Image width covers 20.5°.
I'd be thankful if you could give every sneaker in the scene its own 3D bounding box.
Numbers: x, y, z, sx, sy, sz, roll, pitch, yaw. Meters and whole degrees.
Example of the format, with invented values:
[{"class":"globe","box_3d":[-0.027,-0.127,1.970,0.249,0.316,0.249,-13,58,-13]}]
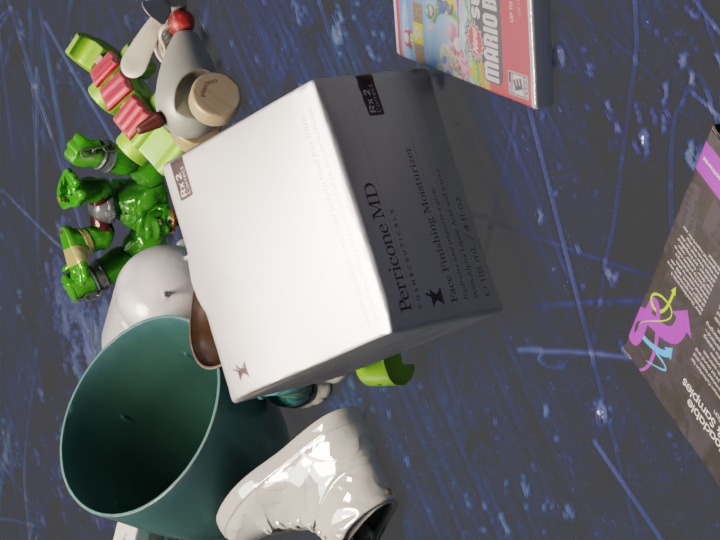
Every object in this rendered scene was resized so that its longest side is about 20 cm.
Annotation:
[{"class":"sneaker","box_3d":[-0.069,0.084,1.796,0.200,0.079,0.078,125,128,-72]},{"class":"sneaker","box_3d":[-0.048,0.223,1.787,0.200,0.073,0.116,-44,63,35]}]

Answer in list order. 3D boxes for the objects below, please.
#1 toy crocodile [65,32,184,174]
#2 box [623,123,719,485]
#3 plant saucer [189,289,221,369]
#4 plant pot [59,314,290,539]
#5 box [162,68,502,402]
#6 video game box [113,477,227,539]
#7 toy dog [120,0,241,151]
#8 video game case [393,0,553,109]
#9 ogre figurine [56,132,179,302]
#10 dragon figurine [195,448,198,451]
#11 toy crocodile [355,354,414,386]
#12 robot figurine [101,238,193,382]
[{"class":"toy crocodile","box_3d":[-0.232,-0.170,1.998,0.068,0.062,0.200,-44,54,14]},{"class":"box","box_3d":[0.230,0.030,1.193,0.143,0.036,0.201,59,149,34]},{"class":"plant saucer","box_3d":[-0.096,-0.003,1.788,0.200,0.032,0.201,-48,32,42]},{"class":"plant pot","box_3d":[-0.161,0.166,1.906,0.200,0.161,0.202,-20,54,31]},{"class":"box","box_3d":[-0.025,-0.026,1.527,0.199,0.130,0.200,-24,81,45]},{"class":"video game box","box_3d":[-0.169,0.321,1.951,0.047,0.182,0.201,-40,23,25]},{"class":"toy dog","box_3d":[-0.191,-0.198,1.898,0.201,0.096,0.132,57,149,35]},{"class":"video game case","box_3d":[0.075,-0.206,1.419,0.200,0.017,0.144,31,131,58]},{"class":"ogre figurine","box_3d":[-0.255,-0.064,2.079,0.098,0.119,0.202,27,128,53]},{"class":"dragon figurine","box_3d":[-0.141,0.260,2.076,0.100,0.058,0.201,59,154,30]},{"class":"toy crocodile","box_3d":[0.000,0.000,1.646,0.067,0.061,0.202,-23,79,43]},{"class":"robot figurine","box_3d":[-0.202,0.049,2.032,0.200,0.112,0.171,115,169,-55]}]
